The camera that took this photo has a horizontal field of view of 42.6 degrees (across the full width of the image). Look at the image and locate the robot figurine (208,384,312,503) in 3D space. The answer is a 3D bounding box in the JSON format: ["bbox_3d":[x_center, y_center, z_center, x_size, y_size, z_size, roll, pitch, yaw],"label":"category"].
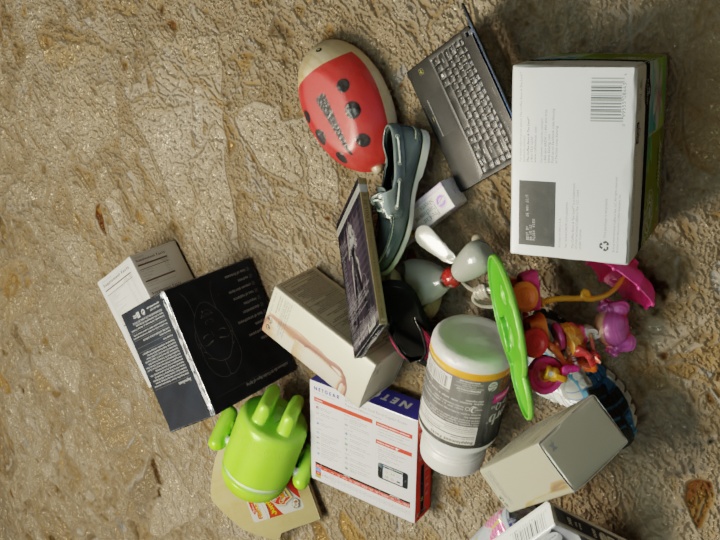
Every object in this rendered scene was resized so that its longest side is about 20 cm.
[{"bbox_3d":[-0.154,0.282,1.468,0.172,0.116,0.203,22,116,-1],"label":"robot figurine"}]

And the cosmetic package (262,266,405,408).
[{"bbox_3d":[-0.037,0.096,1.366,0.199,0.103,0.088,36,125,23],"label":"cosmetic package"}]

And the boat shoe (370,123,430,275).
[{"bbox_3d":[0.037,-0.097,1.232,0.073,0.061,0.204,12,86,64],"label":"boat shoe"}]

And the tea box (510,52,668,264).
[{"bbox_3d":[0.255,-0.132,1.020,0.131,0.196,0.204,6,109,25],"label":"tea box"}]

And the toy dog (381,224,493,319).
[{"bbox_3d":[0.105,-0.008,1.240,0.197,0.132,0.098,-12,55,32],"label":"toy dog"}]

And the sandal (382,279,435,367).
[{"bbox_3d":[0.068,0.088,1.257,0.074,0.046,0.201,-3,142,26],"label":"sandal"}]

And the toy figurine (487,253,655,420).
[{"bbox_3d":[0.263,0.060,1.101,0.180,0.150,0.204,-13,95,-1],"label":"toy figurine"}]

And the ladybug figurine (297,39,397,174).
[{"bbox_3d":[-0.024,-0.223,1.277,0.135,0.072,0.202,-36,82,37],"label":"ladybug figurine"}]

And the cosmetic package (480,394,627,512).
[{"bbox_3d":[0.237,0.234,1.157,0.072,0.104,0.200,52,158,9],"label":"cosmetic package"}]

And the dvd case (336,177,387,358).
[{"bbox_3d":[0.000,0.000,1.245,0.149,0.016,0.204,120,144,-65],"label":"dvd case"}]

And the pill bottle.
[{"bbox_3d":[0.139,0.171,1.247,0.115,0.116,0.203,25,127,27],"label":"pill bottle"}]

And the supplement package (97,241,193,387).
[{"bbox_3d":[-0.336,0.073,1.568,0.113,0.109,0.203,-29,87,38],"label":"supplement package"}]

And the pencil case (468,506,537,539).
[{"bbox_3d":[0.190,0.413,1.309,0.201,0.082,0.092,-53,45,35],"label":"pencil case"}]

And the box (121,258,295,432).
[{"bbox_3d":[-0.235,0.114,1.451,0.123,0.199,0.200,-25,89,39],"label":"box"}]

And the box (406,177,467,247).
[{"bbox_3d":[0.063,-0.057,1.286,0.199,0.038,0.042,-37,82,37],"label":"box"}]

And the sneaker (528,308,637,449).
[{"bbox_3d":[0.271,0.149,1.187,0.201,0.074,0.087,54,134,20],"label":"sneaker"}]

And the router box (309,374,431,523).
[{"bbox_3d":[0.015,0.263,1.402,0.197,0.049,0.183,17,118,31],"label":"router box"}]

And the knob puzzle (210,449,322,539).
[{"bbox_3d":[-0.172,0.359,1.574,0.215,0.030,0.225,4,99,24],"label":"knob puzzle"}]

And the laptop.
[{"bbox_3d":[0.126,-0.202,1.135,0.199,0.102,0.180,-27,86,49],"label":"laptop"}]

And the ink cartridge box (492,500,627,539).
[{"bbox_3d":[0.249,0.394,1.204,0.198,0.044,0.198,28,124,-25],"label":"ink cartridge box"}]
